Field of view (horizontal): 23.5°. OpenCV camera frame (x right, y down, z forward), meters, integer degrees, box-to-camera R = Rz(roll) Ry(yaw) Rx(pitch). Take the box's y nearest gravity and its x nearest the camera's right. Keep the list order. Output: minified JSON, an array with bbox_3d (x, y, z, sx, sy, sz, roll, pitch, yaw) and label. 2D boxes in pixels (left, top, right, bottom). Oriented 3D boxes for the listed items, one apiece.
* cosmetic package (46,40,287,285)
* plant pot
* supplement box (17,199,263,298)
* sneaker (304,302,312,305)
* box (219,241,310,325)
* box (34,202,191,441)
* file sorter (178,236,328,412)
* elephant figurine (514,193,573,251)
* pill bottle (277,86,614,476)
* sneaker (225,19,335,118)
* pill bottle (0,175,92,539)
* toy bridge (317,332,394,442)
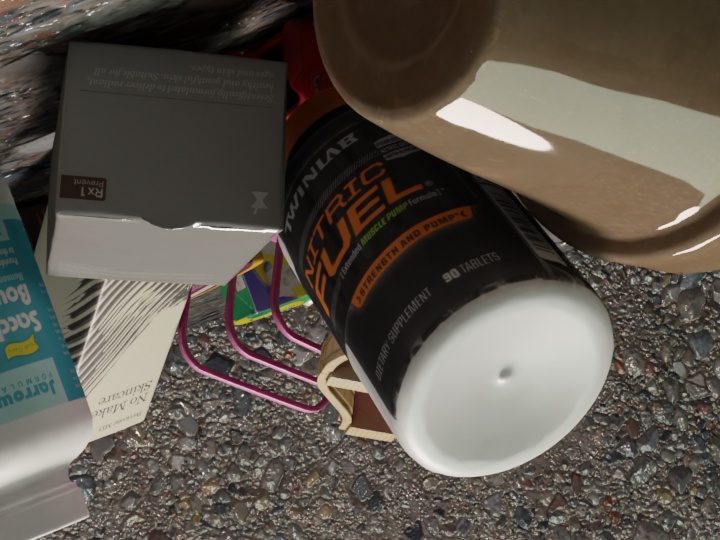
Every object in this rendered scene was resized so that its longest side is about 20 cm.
[{"bbox_3d":[-0.101,-0.046,0.857,0.106,0.091,0.200,4,169,-13],"label":"cosmetic package"},{"bbox_3d":[0.081,-0.102,0.676,0.173,0.202,0.199,3,161,-40],"label":"plant pot"},{"bbox_3d":[-0.183,-0.006,1.199,0.199,0.086,0.110,-19,176,-40],"label":"supplement box"},{"bbox_3d":[-0.065,-0.025,1.424,0.073,0.117,0.199,-21,176,40],"label":"sneaker"},{"bbox_3d":[-0.028,-0.043,1.344,0.199,0.118,0.048,-20,178,-35],"label":"box"},{"bbox_3d":[-0.154,0.013,1.050,0.082,0.068,0.201,-19,144,-40],"label":"box"},{"bbox_3d":[0.000,0.000,1.057,0.138,0.127,0.199,22,152,-37],"label":"file sorter"},{"bbox_3d":[0.108,-0.078,0.897,0.140,0.202,0.155,-20,177,-11],"label":"elephant figurine"},{"bbox_3d":[0.025,-0.007,0.792,0.105,0.107,0.200,-20,-139,-13],"label":"pill bottle"},{"bbox_3d":[-0.039,-0.100,0.938,0.084,0.078,0.200,1,168,-19],"label":"sneaker"},{"bbox_3d":[-0.216,0.054,0.954,0.110,0.202,0.111,-21,177,-1],"label":"pill bottle"},{"bbox_3d":[0.010,0.056,0.989,0.067,0.027,0.200,11,156,-10],"label":"toy bridge"}]
